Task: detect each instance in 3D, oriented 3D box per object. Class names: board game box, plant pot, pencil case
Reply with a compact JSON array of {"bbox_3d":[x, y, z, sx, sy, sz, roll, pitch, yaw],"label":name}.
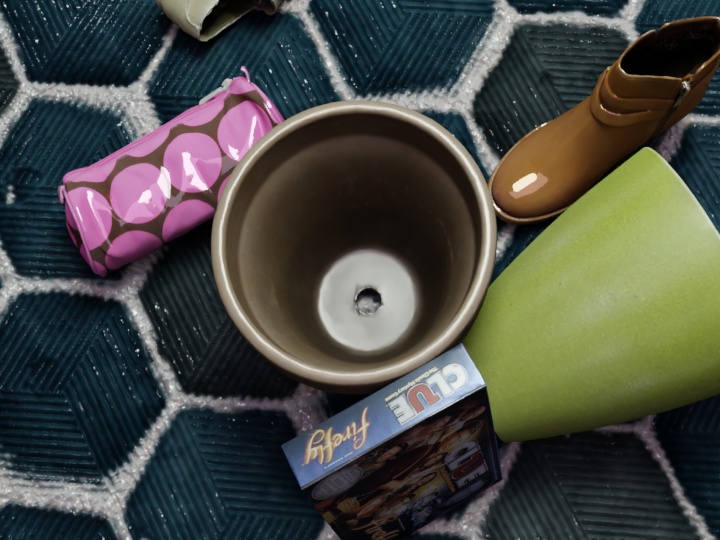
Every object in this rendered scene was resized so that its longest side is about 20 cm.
[{"bbox_3d":[0.032,0.138,0.701,0.134,0.201,0.035,-29,59,-5],"label":"board game box"},{"bbox_3d":[0.173,0.042,0.743,0.198,0.187,0.189,-30,79,9],"label":"plant pot"},{"bbox_3d":[-0.153,-0.081,0.811,0.198,0.091,0.095,-31,114,-7],"label":"pencil case"},{"bbox_3d":[0.000,0.000,0.740,0.196,0.175,0.204,-1,74,4],"label":"plant pot"}]

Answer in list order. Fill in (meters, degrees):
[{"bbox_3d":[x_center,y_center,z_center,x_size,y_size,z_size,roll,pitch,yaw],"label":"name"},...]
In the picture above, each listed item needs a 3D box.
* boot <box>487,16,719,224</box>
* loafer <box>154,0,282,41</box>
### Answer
[{"bbox_3d":[0.191,-0.115,0.771,0.198,0.155,0.078,-25,79,-3],"label":"boot"},{"bbox_3d":[-0.082,-0.263,0.856,0.198,0.076,0.069,-30,80,5],"label":"loafer"}]
